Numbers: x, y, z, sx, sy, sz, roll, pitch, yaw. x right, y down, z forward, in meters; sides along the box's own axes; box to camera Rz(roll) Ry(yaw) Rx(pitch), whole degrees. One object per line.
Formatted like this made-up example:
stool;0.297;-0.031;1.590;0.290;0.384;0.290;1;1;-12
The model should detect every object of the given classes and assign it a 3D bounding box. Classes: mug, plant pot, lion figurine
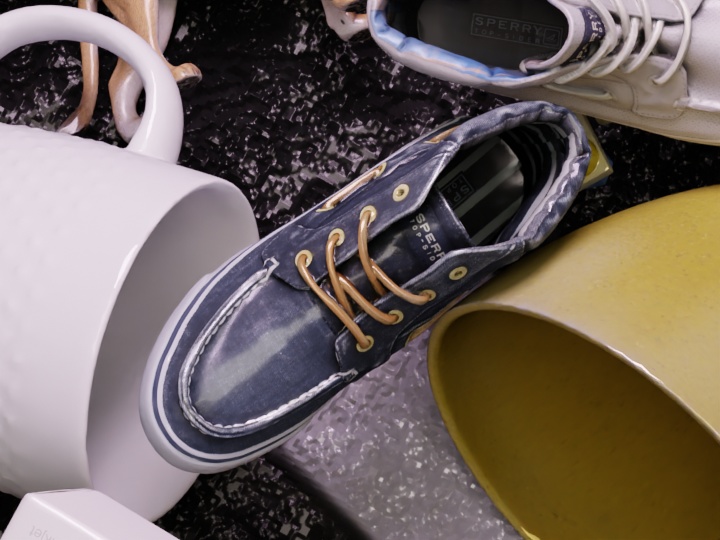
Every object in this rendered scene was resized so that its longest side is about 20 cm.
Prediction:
mug;-0.143;-0.013;1.049;0.174;0.148;0.201;16;83;21
plant pot;0.148;0.046;1.037;0.200;0.200;0.142;45;66;5
lion figurine;-0.060;-0.144;1.106;0.199;0.072;0.123;-23;75;2

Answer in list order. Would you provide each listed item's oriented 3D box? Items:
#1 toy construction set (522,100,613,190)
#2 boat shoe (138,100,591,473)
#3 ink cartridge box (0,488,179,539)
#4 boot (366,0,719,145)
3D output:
toy construction set;0.099;-0.135;1.092;0.130;0.092;0.201;-19;88;19
boat shoe;0.000;0.000;0.980;0.200;0.091;0.071;-41;97;-21
ink cartridge box;-0.095;0.199;0.897;0.146;0.083;0.201;29;92;11
boot;0.101;-0.086;0.991;0.199;0.095;0.074;7;98;22
